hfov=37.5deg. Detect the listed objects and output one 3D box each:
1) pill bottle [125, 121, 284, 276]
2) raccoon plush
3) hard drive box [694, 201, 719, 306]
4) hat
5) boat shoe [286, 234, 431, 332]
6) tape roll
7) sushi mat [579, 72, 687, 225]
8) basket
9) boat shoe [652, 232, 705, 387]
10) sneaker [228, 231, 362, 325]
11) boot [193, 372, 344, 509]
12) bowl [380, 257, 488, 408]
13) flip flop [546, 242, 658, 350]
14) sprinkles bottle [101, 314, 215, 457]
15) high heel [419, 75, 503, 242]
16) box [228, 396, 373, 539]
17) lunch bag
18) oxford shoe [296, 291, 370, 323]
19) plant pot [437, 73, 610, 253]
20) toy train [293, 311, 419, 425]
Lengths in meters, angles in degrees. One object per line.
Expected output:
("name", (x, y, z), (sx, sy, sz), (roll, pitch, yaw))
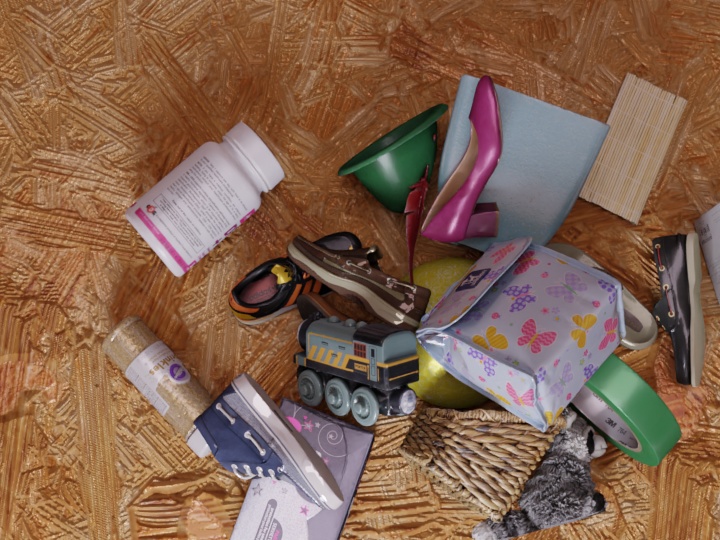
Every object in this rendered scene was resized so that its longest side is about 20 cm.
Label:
("pill bottle", (-0.204, -0.098, 1.413), (0.200, 0.113, 0.114), (-42, 81, -7))
("raccoon plush", (0.224, 0.255, 1.337), (0.197, 0.097, 0.136), (-9, 72, -20))
("hard drive box", (0.518, 0.004, 1.371), (0.076, 0.156, 0.203), (-12, 79, -4))
("hat", (0.075, -0.096, 1.417), (0.199, 0.165, 0.177), (-36, 101, -18))
("boat shoe", (0.002, 0.001, 1.330), (0.201, 0.075, 0.076), (32, 93, 16))
("tape roll", (0.305, 0.156, 1.316), (0.200, 0.201, 0.048), (43, 81, 8))
("sushi mat", (0.380, -0.172, 1.479), (0.095, 0.012, 0.202), (24, 80, 6))
("basket", (0.139, 0.202, 1.305), (0.142, 0.200, 0.150), (36, 82, 2))
("boat shoe", (0.423, 0.053, 1.409), (0.062, 0.073, 0.205), (-6, 84, 26))
("sneaker", (-0.084, 0.007, 1.403), (0.198, 0.090, 0.071), (-28, 80, -5))
("boot", (-0.110, 0.224, 1.261), (0.090, 0.073, 0.200), (-42, 69, 1))
("bowl", (0.133, 0.066, 1.358), (0.197, 0.108, 0.203), (5, 70, -14))
("flip flop", (0.314, 0.031, 1.414), (0.199, 0.058, 0.081), (39, 81, 7))
("sprinkles bottle", (-0.251, 0.150, 1.385), (0.068, 0.068, 0.200), (-44, 81, -8))
("high heel", (0.119, -0.129, 1.263), (0.094, 0.068, 0.203), (-2, 107, -1))
("box", (-0.073, 0.278, 1.335), (0.130, 0.115, 0.203), (20, 79, 4))
("lunch bag", (0.179, 0.057, 1.229), (0.169, 0.128, 0.199), (-42, 46, -20))
("oxford shoe", (-0.001, 0.092, 1.402), (0.200, 0.071, 0.071), (43, 62, -3))
("plant pot", (0.190, -0.116, 1.385), (0.193, 0.196, 0.203), (19, 93, 4))
("toy train", (-0.007, 0.116, 1.297), (0.084, 0.198, 0.116), (-8, 103, -41))
